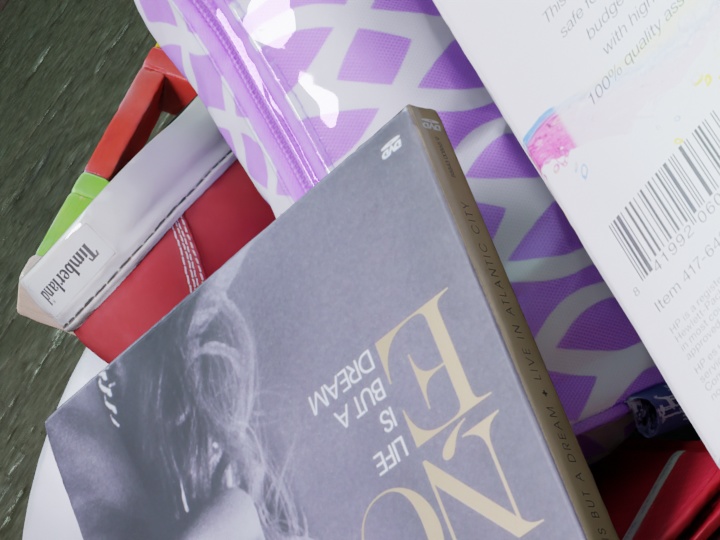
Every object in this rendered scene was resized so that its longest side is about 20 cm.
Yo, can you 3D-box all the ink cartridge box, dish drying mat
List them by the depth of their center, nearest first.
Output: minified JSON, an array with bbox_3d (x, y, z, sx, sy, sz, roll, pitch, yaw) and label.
[{"bbox_3d":[0.119,-0.057,0.692,0.129,0.125,0.200,-48,49,25],"label":"ink cartridge box"},{"bbox_3d":[0.057,0.071,0.751,0.077,0.018,0.200,-45,6,-9],"label":"dish drying mat"}]

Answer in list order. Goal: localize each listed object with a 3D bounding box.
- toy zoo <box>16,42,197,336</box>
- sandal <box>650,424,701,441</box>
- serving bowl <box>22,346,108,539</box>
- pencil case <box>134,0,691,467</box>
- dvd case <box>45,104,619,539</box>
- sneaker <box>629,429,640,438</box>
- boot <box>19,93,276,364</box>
[{"bbox_3d":[-0.011,-0.039,0.923,0.021,0.131,0.200,103,-171,-50],"label":"toy zoo"},{"bbox_3d":[0.117,-0.015,0.802,0.075,0.048,0.201,-4,68,34],"label":"sandal"},{"bbox_3d":[-0.024,0.079,0.951,0.066,0.200,0.201,19,71,32],"label":"serving bowl"},{"bbox_3d":[0.005,-0.025,0.754,0.085,0.200,0.084,-20,-16,-42],"label":"pencil case"},{"bbox_3d":[-0.001,0.084,0.679,0.149,0.016,0.201,-40,59,32],"label":"dvd case"},{"bbox_3d":[0.063,0.055,0.907,0.091,0.078,0.200,25,62,36],"label":"sneaker"},{"bbox_3d":[0.000,0.000,0.846,0.072,0.144,0.200,-44,6,37],"label":"boot"}]
